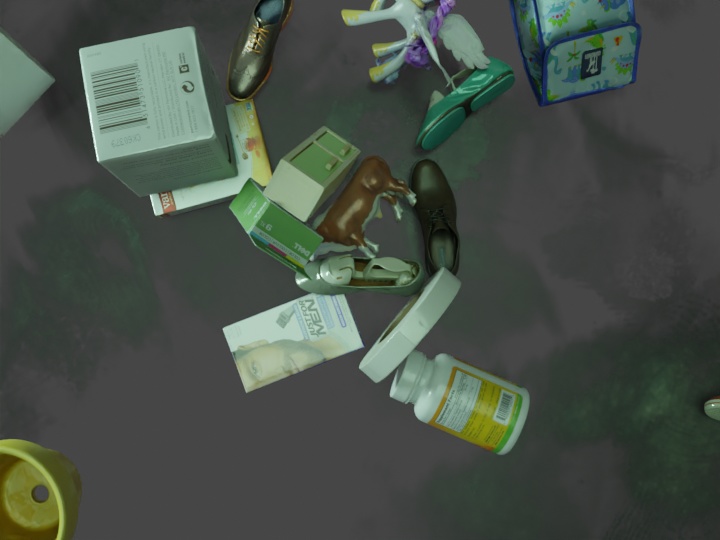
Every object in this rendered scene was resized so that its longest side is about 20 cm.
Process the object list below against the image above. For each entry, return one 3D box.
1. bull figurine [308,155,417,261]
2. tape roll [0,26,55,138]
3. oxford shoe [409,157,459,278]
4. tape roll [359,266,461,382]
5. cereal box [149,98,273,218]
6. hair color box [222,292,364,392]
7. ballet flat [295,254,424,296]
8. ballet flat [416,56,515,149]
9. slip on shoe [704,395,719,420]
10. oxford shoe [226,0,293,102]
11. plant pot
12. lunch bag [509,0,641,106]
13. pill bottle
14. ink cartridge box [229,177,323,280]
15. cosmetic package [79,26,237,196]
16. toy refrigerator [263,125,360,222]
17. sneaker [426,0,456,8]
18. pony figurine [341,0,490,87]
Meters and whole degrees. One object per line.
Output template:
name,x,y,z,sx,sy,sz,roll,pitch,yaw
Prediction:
bull figurine,-0.005,-0.083,1.251,0.121,0.065,0.201,36,92,-6
tape roll,-0.581,-0.308,1.170,0.203,0.203,0.139,43,86,0
oxford shoe,0.125,-0.084,1.247,0.072,0.084,0.202,-13,87,-1
tape roll,0.074,0.081,1.178,0.037,0.203,0.203,41,87,0
cereal box,-0.248,-0.179,1.257,0.198,0.040,0.146,-16,87,-3
hair color box,-0.104,0.105,1.240,0.198,0.065,0.110,-22,89,-1
ballet flat,0.000,0.000,1.195,0.197,0.064,0.068,3,58,-4
ballet flat,0.157,-0.275,1.272,0.199,0.067,0.071,-38,65,-3
slip on shoe,0.652,0.200,1.269,0.198,0.074,0.062,-13,53,3
oxford shoe,-0.167,-0.368,1.251,0.071,0.073,0.202,20,87,-2
plant pot,-0.500,0.343,1.152,0.198,0.189,0.204,0,87,-1
lunch bag,0.344,-0.378,1.253,0.168,0.127,0.202,-14,101,-5
pill bottle,0.151,0.197,1.221,0.198,0.111,0.112,23,87,-1
ink cartridge box,-0.121,-0.065,1.165,0.103,0.200,0.060,35,95,-27
cosmetic package,-0.284,-0.222,1.140,0.163,0.200,0.167,-12,83,-1
toy refrigerator,-0.067,-0.152,1.180,0.076,0.200,0.070,34,117,0
sneaker,0.085,-0.511,1.268,0.088,0.080,0.202,-20,89,5
pony figurine,0.092,-0.370,1.210,0.199,0.166,0.195,-20,101,36
